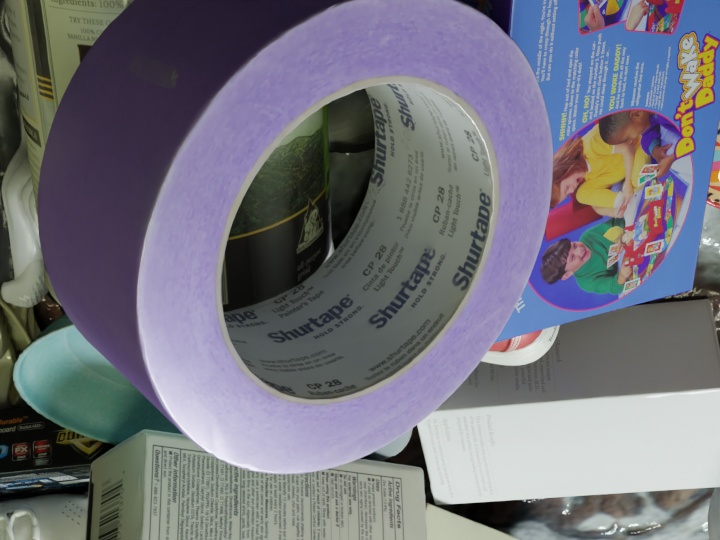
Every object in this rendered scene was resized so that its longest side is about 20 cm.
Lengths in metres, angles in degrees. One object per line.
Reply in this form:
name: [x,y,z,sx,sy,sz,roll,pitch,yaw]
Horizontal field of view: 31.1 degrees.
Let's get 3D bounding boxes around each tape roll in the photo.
tape roll: [-0.022,-0.025,0.526,0.199,0.085,0.201,-21,126,-32]

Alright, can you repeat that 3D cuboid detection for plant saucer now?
plant saucer: [-0.093,0.054,0.734,0.199,0.036,0.200,0,151,0]

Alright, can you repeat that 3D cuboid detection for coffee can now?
coffee can: [-0.086,-0.093,0.597,0.146,0.147,0.201,1,119,2]

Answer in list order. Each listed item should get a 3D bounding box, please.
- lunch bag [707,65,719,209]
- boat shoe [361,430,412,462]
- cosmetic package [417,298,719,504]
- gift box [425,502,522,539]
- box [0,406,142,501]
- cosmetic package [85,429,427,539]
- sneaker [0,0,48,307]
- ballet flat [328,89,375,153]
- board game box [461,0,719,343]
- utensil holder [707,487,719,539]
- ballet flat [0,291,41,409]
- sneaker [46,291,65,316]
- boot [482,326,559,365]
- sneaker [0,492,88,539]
lunch bag: [0.271,-0.104,0.653,0.199,0.082,0.177,8,136,-5]
boat shoe: [-0.014,0.098,0.872,0.073,0.068,0.199,17,149,-8]
cosmetic package: [0.139,0.090,0.866,0.199,0.081,0.113,-5,136,7]
gift box: [0.073,0.277,0.945,0.186,0.185,0.200,24,170,-19]
box: [-0.218,0.131,0.904,0.199,0.046,0.159,-8,163,11]
cosmetic package: [-0.063,0.168,0.804,0.199,0.104,0.087,14,153,-30]
sneaker: [-0.204,-0.083,0.680,0.113,0.076,0.201,10,109,5]
ballet flat: [-0.043,-0.095,0.713,0.199,0.057,0.067,-10,117,5]
board game box: [0.109,-0.074,0.621,0.134,0.045,0.201,-13,121,-26]
utensil holder: [0.330,0.121,0.826,0.169,0.170,0.200,4,136,-1]
ballet flat: [-0.242,0.054,0.857,0.069,0.070,0.200,-1,137,3]
sneaker: [-0.137,0.012,0.762,0.199,0.082,0.077,27,146,0]
boot: [0.000,0.000,0.744,0.199,0.073,0.144,-1,155,28]
sneaker: [-0.248,0.192,0.899,0.199,0.075,0.087,-15,155,32]
